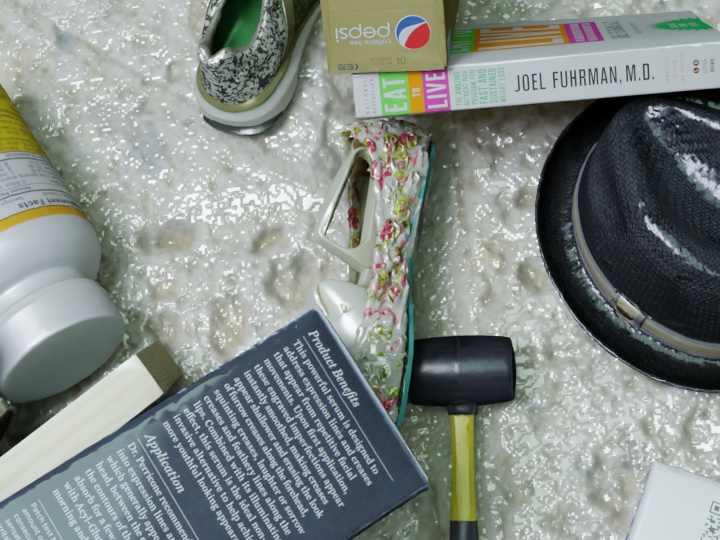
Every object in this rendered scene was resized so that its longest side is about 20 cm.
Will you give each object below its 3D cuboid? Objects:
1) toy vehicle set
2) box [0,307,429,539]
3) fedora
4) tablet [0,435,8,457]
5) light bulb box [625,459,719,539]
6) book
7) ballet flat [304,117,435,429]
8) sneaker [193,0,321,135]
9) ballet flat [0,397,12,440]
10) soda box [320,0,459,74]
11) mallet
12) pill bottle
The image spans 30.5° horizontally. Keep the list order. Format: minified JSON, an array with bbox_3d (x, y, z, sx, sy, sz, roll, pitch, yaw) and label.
[{"bbox_3d":[-0.192,0.114,0.752,0.199,0.124,0.027,-38,92,-3],"label":"toy vehicle set"},{"bbox_3d":[-0.084,0.126,0.688,0.199,0.148,0.108,-31,83,-16],"label":"box"},{"bbox_3d":[0.193,-0.035,0.747,0.199,0.092,0.203,-2,73,8],"label":"fedora"},{"bbox_3d":[-0.279,0.016,0.786,0.014,0.131,0.200,-36,64,-25],"label":"tablet"},{"bbox_3d":[0.208,0.225,0.653,0.198,0.125,0.200,19,78,15],"label":"light bulb box"},{"bbox_3d":[0.101,-0.117,0.766,0.198,0.134,0.049,-4,105,7],"label":"book"},{"bbox_3d":[0.000,0.000,0.777,0.063,0.076,0.202,15,66,-18],"label":"ballet flat"},{"bbox_3d":[-0.057,-0.190,0.836,0.076,0.089,0.202,11,74,11],"label":"sneaker"},{"bbox_3d":[-0.264,0.115,0.752,0.199,0.066,0.057,-33,94,36],"label":"ballet flat"},{"bbox_3d":[0.024,-0.182,0.773,0.067,0.065,0.200,-1,29,9],"label":"soda box"},{"bbox_3d":[0.049,0.135,0.755,0.065,0.041,0.202,5,79,10],"label":"mallet"},{"bbox_3d":[-0.228,-0.024,0.805,0.112,0.113,0.201,-36,71,-2],"label":"pill bottle"}]
